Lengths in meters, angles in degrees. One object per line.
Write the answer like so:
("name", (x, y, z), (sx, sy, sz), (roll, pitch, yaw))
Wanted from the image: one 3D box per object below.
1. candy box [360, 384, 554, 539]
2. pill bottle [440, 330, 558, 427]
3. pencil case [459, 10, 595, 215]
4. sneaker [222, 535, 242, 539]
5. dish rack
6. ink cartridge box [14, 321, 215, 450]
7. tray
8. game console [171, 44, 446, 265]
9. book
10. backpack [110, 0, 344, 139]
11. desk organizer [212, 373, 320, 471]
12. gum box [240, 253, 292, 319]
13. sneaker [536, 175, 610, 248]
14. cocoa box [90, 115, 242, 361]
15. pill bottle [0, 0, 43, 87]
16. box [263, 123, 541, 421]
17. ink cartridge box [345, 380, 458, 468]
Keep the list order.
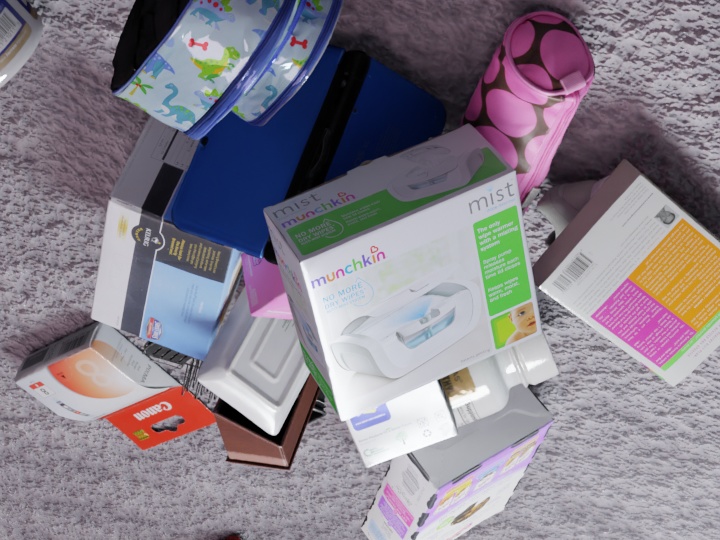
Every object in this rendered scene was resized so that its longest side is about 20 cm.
("candy box", (0.102, 0.222, 1.790), (0.072, 0.167, 0.201), (51, 148, 22))
("pill bottle", (0.090, 0.097, 1.650), (0.198, 0.115, 0.115), (-21, 132, 5))
("pencil case", (0.139, -0.125, 1.432), (0.090, 0.094, 0.201), (-13, 150, -21))
("sneaker", (-0.188, 0.436, 2.244), (0.115, 0.079, 0.199), (40, 139, -21))
("dish rack", (-0.142, 0.118, 1.822), (0.198, 0.055, 0.153), (17, 161, -15))
("ink cartridge box", (-0.293, 0.155, 1.982), (0.161, 0.050, 0.200), (-23, 121, 41))
("tray", (-0.074, 0.052, 1.646), (0.107, 0.201, 0.022), (38, 155, -23))
("game console", (-0.044, -0.094, 1.483), (0.170, 0.202, 0.118), (27, 171, -35))
("book", (0.261, 0.008, 1.486), (0.199, 0.048, 0.134), (35, 102, -33))
("backpack", (-0.103, -0.206, 1.353), (0.146, 0.201, 0.183), (33, 139, -16))
("desk organizer", (-0.082, 0.099, 1.704), (0.071, 0.201, 0.077), (5, 138, 18))
("gum box", (0.000, 0.000, 1.593), (0.198, 0.067, 0.113), (5, 154, -38))
("sneaker", (0.224, -0.009, 1.557), (0.091, 0.076, 0.201), (3, 131, 31))
("cocoa box", (-0.177, -0.032, 1.642), (0.130, 0.134, 0.201), (20, 141, 0))
("pill bottle", (-0.390, -0.255, 1.488), (0.115, 0.116, 0.200), (-16, 129, 37))
("box", (0.038, -0.001, 1.406), (0.198, 0.097, 0.178), (-22, 128, -12))
("ink cartridge box", (0.014, 0.082, 1.554), (0.098, 0.039, 0.202), (-19, 116, 6))
